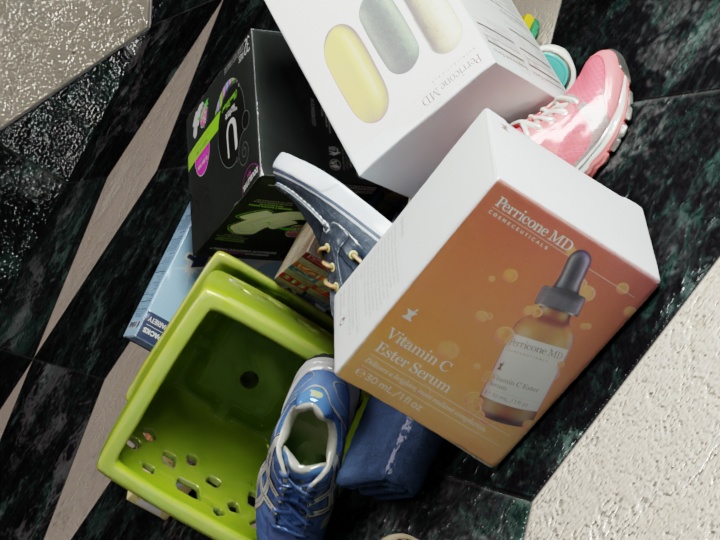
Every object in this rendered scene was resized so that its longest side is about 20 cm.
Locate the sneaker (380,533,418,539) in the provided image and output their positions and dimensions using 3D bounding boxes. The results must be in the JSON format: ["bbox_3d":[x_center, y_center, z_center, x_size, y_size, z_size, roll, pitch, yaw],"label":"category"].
[{"bbox_3d":[-0.012,0.286,1.424,0.075,0.070,0.202,-17,45,65],"label":"sneaker"}]

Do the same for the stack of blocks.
[{"bbox_3d":[0.000,0.000,1.686,0.059,0.114,0.200,-61,5,-11],"label":"stack of blocks"}]

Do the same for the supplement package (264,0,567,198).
[{"bbox_3d":[0.049,-0.184,1.629,0.151,0.150,0.201,-38,62,20],"label":"supplement package"}]

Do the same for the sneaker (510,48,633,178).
[{"bbox_3d":[0.147,-0.098,1.552,0.202,0.086,0.074,-62,20,-6],"label":"sneaker"}]

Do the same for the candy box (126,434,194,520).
[{"bbox_3d":[-0.169,0.155,2.054,0.200,0.055,0.116,-49,21,28],"label":"candy box"}]

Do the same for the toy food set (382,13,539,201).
[{"bbox_3d":[0.088,-0.165,1.851,0.198,0.048,0.201,-28,32,60],"label":"toy food set"}]

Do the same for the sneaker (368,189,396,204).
[{"bbox_3d":[-0.026,-0.116,1.995,0.077,0.111,0.200,-56,18,10],"label":"sneaker"}]

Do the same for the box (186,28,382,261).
[{"bbox_3d":[-0.075,-0.111,1.807,0.200,0.123,0.150,137,132,-59],"label":"box"}]

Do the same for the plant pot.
[{"bbox_3d":[-0.101,0.112,1.735,0.201,0.198,0.182,-57,12,14],"label":"plant pot"}]

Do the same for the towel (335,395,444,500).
[{"bbox_3d":[0.053,0.092,1.578,0.111,0.048,0.201,-18,45,64],"label":"towel"}]

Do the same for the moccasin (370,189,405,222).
[{"bbox_3d":[0.026,-0.040,1.809,0.081,0.068,0.200,-64,17,-13],"label":"moccasin"}]

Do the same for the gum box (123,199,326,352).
[{"bbox_3d":[-0.117,0.017,1.943,0.201,0.169,0.044,-64,20,-13],"label":"gum box"}]

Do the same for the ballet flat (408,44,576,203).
[{"bbox_3d":[0.120,-0.115,1.707,0.200,0.069,0.070,-50,20,15],"label":"ballet flat"}]

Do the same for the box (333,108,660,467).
[{"bbox_3d":[0.095,0.015,1.418,0.200,0.151,0.107,-51,20,25],"label":"box"}]

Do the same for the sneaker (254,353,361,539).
[{"bbox_3d":[-0.054,0.170,1.613,0.077,0.075,0.202,-54,-24,-68],"label":"sneaker"}]

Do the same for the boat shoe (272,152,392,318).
[{"bbox_3d":[-0.009,-0.006,1.539,0.091,0.200,0.071,-53,-15,0],"label":"boat shoe"}]
